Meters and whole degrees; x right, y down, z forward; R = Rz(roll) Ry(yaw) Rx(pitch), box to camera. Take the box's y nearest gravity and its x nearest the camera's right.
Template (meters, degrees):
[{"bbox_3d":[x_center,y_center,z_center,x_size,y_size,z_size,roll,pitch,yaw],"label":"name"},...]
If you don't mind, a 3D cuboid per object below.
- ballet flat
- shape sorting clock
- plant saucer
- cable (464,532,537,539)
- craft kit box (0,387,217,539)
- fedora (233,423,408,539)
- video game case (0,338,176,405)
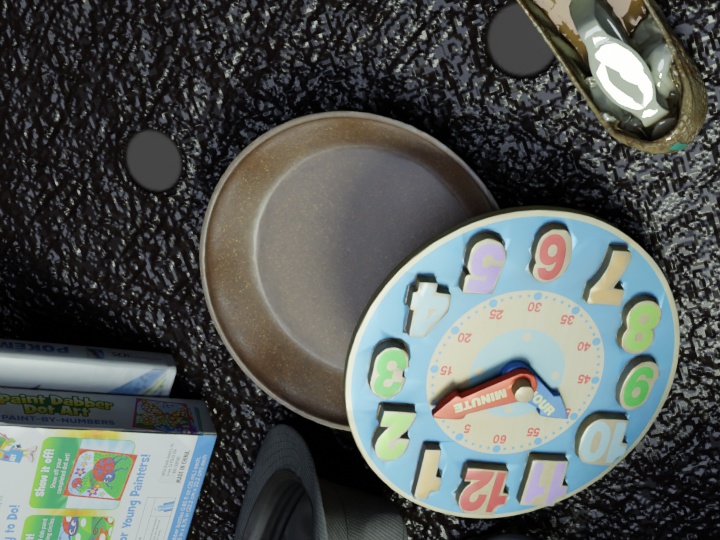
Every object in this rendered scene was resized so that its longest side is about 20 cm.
[{"bbox_3d":[0.113,-0.144,0.564,0.070,0.065,0.200,-38,95,25],"label":"ballet flat"},{"bbox_3d":[0.088,0.059,0.624,0.198,0.039,0.202,-5,120,-9],"label":"shape sorting clock"},{"bbox_3d":[0.000,0.000,0.667,0.198,0.037,0.203,6,111,15],"label":"plant saucer"},{"bbox_3d":[0.083,0.258,0.660,0.050,0.200,0.164,27,110,-24],"label":"cable"},{"bbox_3d":[-0.214,0.172,0.730,0.196,0.049,0.202,6,118,-28],"label":"craft kit box"},{"bbox_3d":[-0.024,0.206,0.701,0.089,0.177,0.202,12,88,-22],"label":"fedora"},{"bbox_3d":[-0.234,0.136,0.738,0.180,0.022,0.202,7,116,-26],"label":"video game case"}]
